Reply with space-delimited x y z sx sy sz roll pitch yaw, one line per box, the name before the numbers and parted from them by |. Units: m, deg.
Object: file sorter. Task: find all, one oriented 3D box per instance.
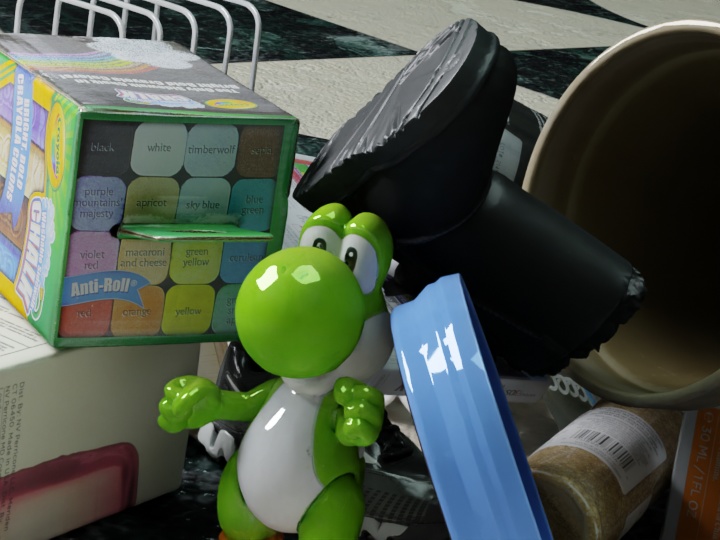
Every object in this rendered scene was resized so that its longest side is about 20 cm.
file sorter | -0.198 -0.185 1.972 0.138 0.125 0.199 20 19 33

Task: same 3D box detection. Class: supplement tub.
supplement tub | 0.113 -0.019 1.290 0.199 0.123 0.123 25 9 -23

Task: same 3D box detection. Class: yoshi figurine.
yoshi figurine | -0.035 0.069 1.049 0.112 0.201 0.112 8 9 -15

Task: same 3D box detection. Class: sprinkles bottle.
sprinkles bottle | 0.132 0.113 1.224 0.068 0.069 0.200 15 18 22

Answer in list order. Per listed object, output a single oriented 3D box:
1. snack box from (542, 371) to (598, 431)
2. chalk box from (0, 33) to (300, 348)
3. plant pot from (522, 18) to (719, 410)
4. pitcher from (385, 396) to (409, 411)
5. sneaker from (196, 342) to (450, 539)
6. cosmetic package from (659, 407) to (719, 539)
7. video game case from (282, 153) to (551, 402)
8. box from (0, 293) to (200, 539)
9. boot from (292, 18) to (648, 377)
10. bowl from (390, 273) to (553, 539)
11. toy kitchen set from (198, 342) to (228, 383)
snack box | 0.131 0.012 1.406 0.116 0.037 0.201 -11 67 -48
chalk box | -0.114 -0.036 1.129 0.124 0.125 0.200 1 20 -29
plant pot | 0.211 -0.016 1.183 0.173 0.201 0.200 13 9 -42
pitcher | 0.046 0.027 1.424 0.171 0.122 0.200 33 35 15
sneaker | -0.013 0.085 1.209 0.066 0.091 0.199 -10 24 -44
cosmetic package | 0.272 0.123 1.203 0.199 0.102 0.071 14 19 21
video game case | 0.000 0.000 1.282 0.182 0.023 0.200 8 35 -53
box | -0.194 0.069 1.143 0.127 0.110 0.200 19 19 31
boot | 0.068 -0.027 1.068 0.162 0.074 0.198 36 -28 -10
bowl | 0.060 0.102 1.028 0.039 0.202 0.201 -18 16 4
toy kitchen set | -0.210 0.030 1.337 0.162 0.182 0.200 -2 -21 -39
